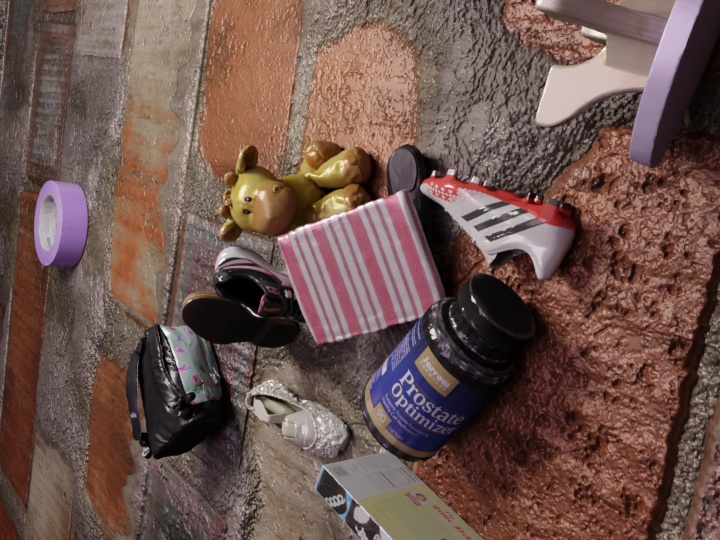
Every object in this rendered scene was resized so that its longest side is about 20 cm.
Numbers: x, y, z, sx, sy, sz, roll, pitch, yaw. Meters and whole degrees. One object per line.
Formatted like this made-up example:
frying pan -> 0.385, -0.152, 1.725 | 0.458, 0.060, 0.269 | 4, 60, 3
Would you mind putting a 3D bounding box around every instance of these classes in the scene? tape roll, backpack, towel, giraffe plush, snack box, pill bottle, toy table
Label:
tape roll -> -0.732, -0.113, 1.726 | 0.197, 0.065, 0.206 | -4, 84, 48
backpack -> -0.310, 0.192, 1.195 | 0.166, 0.125, 0.203 | -39, 59, 27
towel -> 0.000, 0.000, 0.849 | 0.196, 0.030, 0.150 | -17, 98, 30
giraffe plush -> -0.099, -0.093, 0.940 | 0.197, 0.160, 0.178 | -3, 86, 47
snack box -> 0.050, 0.281, 0.791 | 0.199, 0.114, 0.038 | 34, 113, 44
pill bottle -> 0.092, 0.103, 0.755 | 0.201, 0.110, 0.113 | -54, 52, 32
toy table -> 0.228, -0.202, 0.588 | 0.115, 0.183, 0.205 | 24, 98, 27

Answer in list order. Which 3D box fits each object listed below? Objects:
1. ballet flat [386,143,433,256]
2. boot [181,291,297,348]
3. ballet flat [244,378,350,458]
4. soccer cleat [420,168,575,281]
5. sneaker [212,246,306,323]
ballet flat -> 0.063, -0.048, 0.853 | 0.065, 0.057, 0.206 | 3, 96, 25
boot -> -0.176, 0.055, 0.996 | 0.073, 0.198, 0.076 | -42, 55, 21
ballet flat -> -0.099, 0.213, 1.000 | 0.198, 0.071, 0.074 | 17, 101, 46
soccer cleat -> 0.134, -0.051, 0.750 | 0.198, 0.068, 0.087 | 23, 101, 41
sneaker -> -0.106, 0.039, 0.931 | 0.087, 0.195, 0.082 | -82, 6, -66
